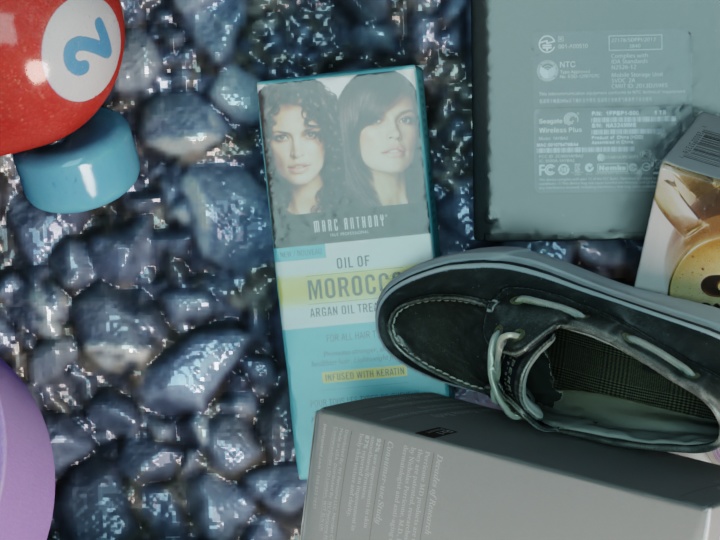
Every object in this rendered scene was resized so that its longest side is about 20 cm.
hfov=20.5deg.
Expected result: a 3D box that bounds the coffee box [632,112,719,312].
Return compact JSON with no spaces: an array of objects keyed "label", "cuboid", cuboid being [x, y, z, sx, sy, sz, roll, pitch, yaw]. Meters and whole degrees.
[{"label":"coffee box","cuboid":[0.231,0.015,0.915,0.200,0.080,0.113,18,118,17]}]

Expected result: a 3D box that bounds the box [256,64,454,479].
[{"label":"box","cuboid":[0.000,0.000,1.001,0.082,0.049,0.200,-6,94,5]}]

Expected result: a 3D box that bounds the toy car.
[{"label":"toy car","cuboid":[-0.200,-0.074,0.907,0.177,0.200,0.185,-10,121,5]}]

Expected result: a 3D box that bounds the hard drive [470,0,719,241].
[{"label":"hard drive","cuboid":[0.125,-0.116,0.987,0.139,0.033,0.200,0,97,5]}]

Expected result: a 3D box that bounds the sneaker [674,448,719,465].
[{"label":"sneaker","cuboid":[0.222,0.124,0.978,0.088,0.081,0.200,-37,92,8]}]

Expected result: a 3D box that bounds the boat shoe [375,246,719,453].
[{"label":"boat shoe","cuboid":[0.087,0.036,0.905,0.200,0.071,0.072,7,113,29]}]

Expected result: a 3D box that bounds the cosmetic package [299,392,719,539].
[{"label":"cosmetic package","cuboid":[0.083,0.116,0.888,0.200,0.107,0.090,8,95,31]}]

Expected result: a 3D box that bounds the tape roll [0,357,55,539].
[{"label":"tape roll","cuboid":[-0.255,0.109,0.979,0.200,0.066,0.200,-6,66,13]}]
